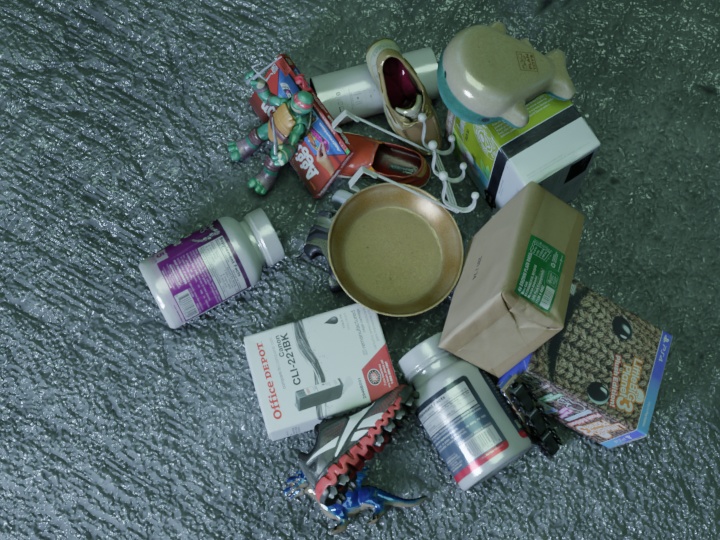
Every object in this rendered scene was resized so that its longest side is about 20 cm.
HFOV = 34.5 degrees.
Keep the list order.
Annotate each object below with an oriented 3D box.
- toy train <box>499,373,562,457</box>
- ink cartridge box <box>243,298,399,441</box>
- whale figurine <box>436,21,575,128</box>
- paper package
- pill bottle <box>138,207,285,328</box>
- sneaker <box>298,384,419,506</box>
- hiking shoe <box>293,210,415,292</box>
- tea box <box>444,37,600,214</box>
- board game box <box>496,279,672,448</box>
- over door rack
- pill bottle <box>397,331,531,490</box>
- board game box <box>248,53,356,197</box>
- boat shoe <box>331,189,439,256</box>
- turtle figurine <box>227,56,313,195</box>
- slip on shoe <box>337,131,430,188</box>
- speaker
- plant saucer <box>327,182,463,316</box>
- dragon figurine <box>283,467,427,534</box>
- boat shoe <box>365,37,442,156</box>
[{"bbox_3d":[0.233,0.198,1.598,0.034,0.201,0.046,-44,49,-8],"label":"toy train"},{"bbox_3d":[-0.057,0.144,1.662,0.197,0.084,0.146,-16,75,-5],"label":"ink cartridge box"},{"bbox_3d":[0.195,-0.260,1.585,0.197,0.104,0.161,-5,70,-26],"label":"whale figurine"},{"bbox_3d":[0.208,0.014,1.586,0.102,0.191,0.202,27,55,-10],"label":"paper package"},{"bbox_3d":[-0.214,-0.009,1.693,0.198,0.112,0.113,-29,75,-9],"label":"pill bottle"},{"bbox_3d":[-0.008,0.221,1.585,0.098,0.071,0.201,40,81,25],"label":"sneaker"},{"bbox_3d":[0.000,0.000,1.722,0.199,0.076,0.101,35,93,12],"label":"hiking shoe"},{"bbox_3d":[0.231,-0.193,1.706,0.132,0.200,0.198,-29,74,-9],"label":"tea box"},{"bbox_3d":[0.314,0.127,1.622,0.198,0.097,0.161,27,64,-11],"label":"board game box"},{"bbox_3d":[0.069,-0.165,1.666,0.197,0.067,0.149,11,39,-24],"label":"over door rack"},{"bbox_3d":[0.140,0.193,1.630,0.119,0.120,0.201,-30,75,-9],"label":"pill bottle"},{"bbox_3d":[-0.091,-0.221,1.764,0.019,0.103,0.201,-12,60,-49],"label":"board game box"},{"bbox_3d":[0.054,-0.078,1.737,0.197,0.074,0.069,27,67,11],"label":"boat shoe"},{"bbox_3d":[-0.123,-0.212,1.715,0.099,0.200,0.151,-1,57,-33],"label":"turtle figurine"},{"bbox_3d":[0.012,-0.174,1.772,0.197,0.061,0.075,15,75,6],"label":"slip on shoe"},{"bbox_3d":[0.025,-0.284,1.795,0.197,0.081,0.082,-16,74,-5],"label":"speaker"},{"bbox_3d":[0.049,-0.026,1.661,0.197,0.036,0.203,3,70,-7],"label":"plant saucer"},{"bbox_3d":[-0.008,0.307,1.625,0.197,0.059,0.101,-15,74,-3],"label":"dragon figurine"},{"bbox_3d":[0.069,-0.249,1.739,0.073,0.067,0.201,-32,118,4],"label":"boat shoe"}]
